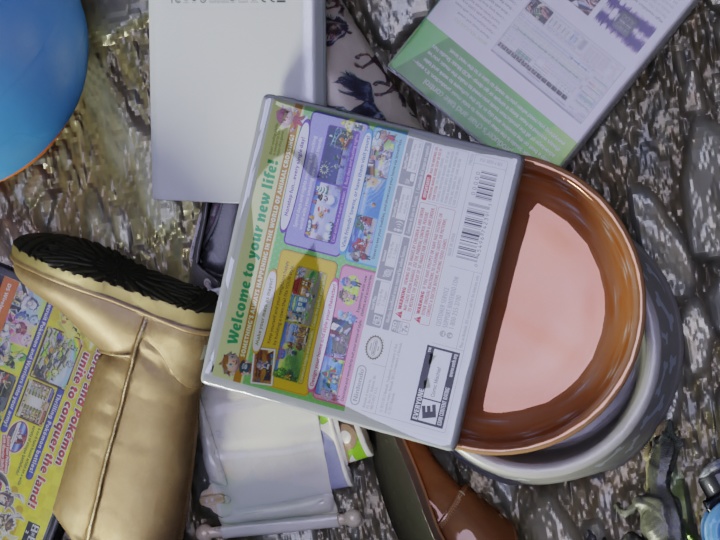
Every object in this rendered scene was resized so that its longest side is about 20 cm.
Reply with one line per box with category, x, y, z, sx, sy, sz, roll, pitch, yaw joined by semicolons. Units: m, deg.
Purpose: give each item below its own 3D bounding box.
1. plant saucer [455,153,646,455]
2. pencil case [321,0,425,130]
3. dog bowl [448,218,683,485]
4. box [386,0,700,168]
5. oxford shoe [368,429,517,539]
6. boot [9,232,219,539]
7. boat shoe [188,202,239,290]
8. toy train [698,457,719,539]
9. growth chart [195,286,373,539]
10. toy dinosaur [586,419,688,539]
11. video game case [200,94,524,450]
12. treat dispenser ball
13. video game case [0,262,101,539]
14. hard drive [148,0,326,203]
plant saucer;0.093;0.023;1.426;0.198;0.037;0.202;0;88;11
pencil case;-0.012;-0.115;1.492;0.077;0.089;0.201;-30;82;-19
dog bowl;0.122;0.053;1.468;0.198;0.059;0.202;0;89;12
box;0.135;-0.175;1.484;0.144;0.036;0.200;40;95;10
oxford shoe;0.067;0.177;1.483;0.071;0.071;0.201;-24;80;-20
boot;-0.189;0.092;1.497;0.174;0.066;0.201;22;110;18
boat shoe;-0.092;-0.025;1.515;0.066;0.057;0.202;7;90;12
toy train;0.307;0.202;1.413;0.114;0.087;0.201;-31;82;3
growth chart;-0.057;0.097;1.498;0.143;0.018;0.202;-2;103;12
toy dinosaur;0.197;0.205;1.438;0.088;0.047;0.202;-31;62;49
video game case;0.000;0.000;1.413;0.181;0.022;0.202;14;95;12
treat dispenser ball;-0.291;-0.156;1.488;0.199;0.201;0.203;0;88;12
video game case;-0.278;0.098;1.568;0.180;0.025;0.201;21;92;12
hard drive;-0.085;-0.148;1.460;0.131;0.026;0.202;3;99;26
